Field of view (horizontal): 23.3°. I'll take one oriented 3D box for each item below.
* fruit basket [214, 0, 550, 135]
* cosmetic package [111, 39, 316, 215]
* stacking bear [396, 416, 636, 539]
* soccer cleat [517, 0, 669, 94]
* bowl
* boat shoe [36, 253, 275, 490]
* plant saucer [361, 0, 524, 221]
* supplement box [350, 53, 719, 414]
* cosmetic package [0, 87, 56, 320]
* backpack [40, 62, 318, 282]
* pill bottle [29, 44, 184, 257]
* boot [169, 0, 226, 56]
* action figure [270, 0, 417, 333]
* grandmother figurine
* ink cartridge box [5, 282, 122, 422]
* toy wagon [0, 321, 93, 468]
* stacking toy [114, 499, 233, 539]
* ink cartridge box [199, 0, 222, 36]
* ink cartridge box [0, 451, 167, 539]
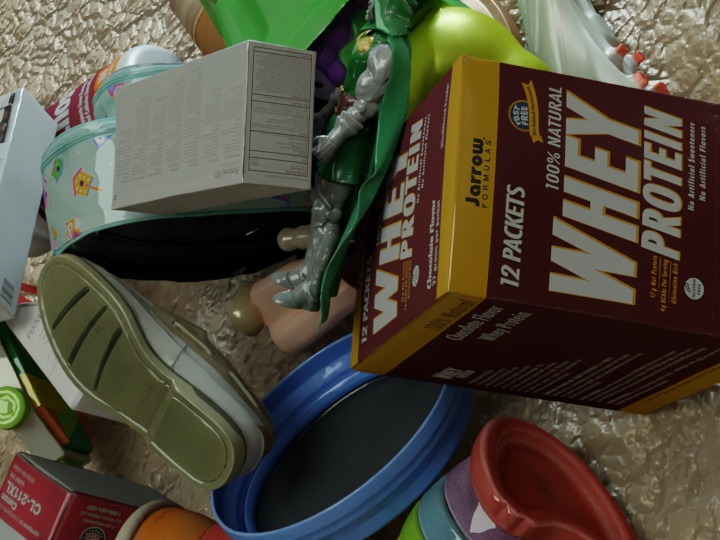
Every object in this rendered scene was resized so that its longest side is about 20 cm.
[{"bbox_3d":[0.030,-0.125,1.145,0.155,0.215,0.217,-44,51,19],"label":"fruit basket"},{"bbox_3d":[-0.094,-0.083,1.075,0.199,0.050,0.084,-4,81,60],"label":"cosmetic package"},{"bbox_3d":[0.063,0.200,1.097,0.201,0.121,0.114,-53,27,23],"label":"stacking bear"},{"bbox_3d":[0.135,-0.159,1.194,0.078,0.069,0.201,-43,54,24],"label":"soccer cleat"},{"bbox_3d":[-0.011,0.114,1.174,0.199,0.039,0.201,-31,25,16],"label":"bowl"},{"bbox_3d":[-0.140,0.065,1.187,0.200,0.068,0.075,47,119,15],"label":"boat shoe"},{"bbox_3d":[0.034,-0.123,1.290,0.199,0.032,0.203,-16,65,37],"label":"plant saucer"},{"bbox_3d":[0.117,-0.012,1.011,0.197,0.198,0.134,136,141,-68],"label":"supplement box"},{"bbox_3d":[-0.291,-0.043,1.320,0.082,0.051,0.202,-20,44,23],"label":"cosmetic package"},{"bbox_3d":[-0.132,-0.069,1.259,0.176,0.198,0.155,154,102,-67],"label":"backpack"},{"bbox_3d":[-0.220,-0.091,1.442,0.199,0.112,0.114,-30,57,29],"label":"pill bottle"},{"bbox_3d":[-0.054,-0.240,1.390,0.155,0.073,0.201,45,108,37],"label":"boot"},{"bbox_3d":[-0.007,-0.075,1.040,0.118,0.054,0.202,-111,38,-72],"label":"action figure"},{"bbox_3d":[0.000,0.000,1.211,0.199,0.120,0.061,-32,53,44],"label":"grandmother figurine"},{"bbox_3d":[-0.194,0.049,1.333,0.050,0.160,0.200,-56,48,13],"label":"ink cartridge box"},{"bbox_3d":[-0.253,0.105,1.370,0.039,0.155,0.201,-30,75,3],"label":"toy wagon"},{"bbox_3d":[-0.065,0.229,1.198,0.198,0.146,0.148,-5,70,23],"label":"stacking toy"},{"bbox_3d":[-0.024,-0.246,1.274,0.076,0.148,0.200,39,86,11],"label":"ink cartridge box"},{"bbox_3d":[-0.222,0.254,1.293,0.082,0.145,0.202,24,90,42],"label":"ink cartridge box"}]
